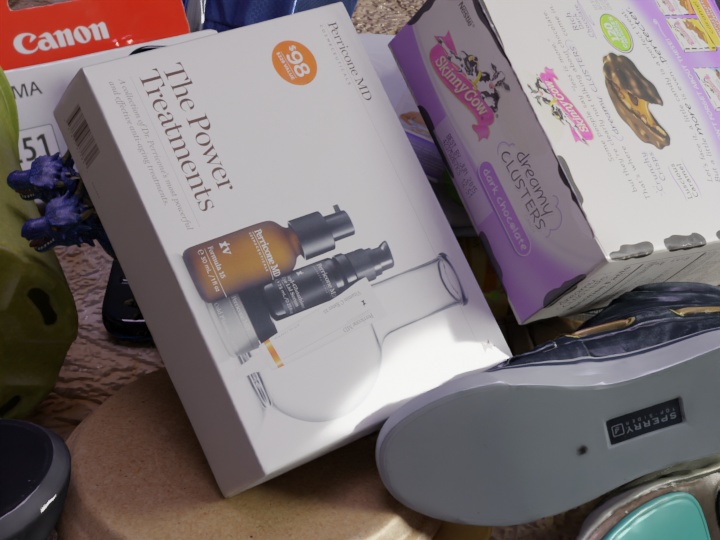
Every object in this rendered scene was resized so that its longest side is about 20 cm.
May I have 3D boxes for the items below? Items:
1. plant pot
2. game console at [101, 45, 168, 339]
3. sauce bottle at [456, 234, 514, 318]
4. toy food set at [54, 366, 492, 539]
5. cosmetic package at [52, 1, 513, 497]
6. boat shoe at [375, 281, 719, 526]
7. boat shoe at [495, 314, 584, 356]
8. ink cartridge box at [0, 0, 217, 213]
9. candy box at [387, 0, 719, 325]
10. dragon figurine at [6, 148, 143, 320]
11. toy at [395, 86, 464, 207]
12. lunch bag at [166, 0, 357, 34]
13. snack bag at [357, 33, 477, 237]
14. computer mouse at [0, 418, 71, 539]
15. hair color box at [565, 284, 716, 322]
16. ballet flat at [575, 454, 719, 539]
[{"bbox_3d":[-0.243,-0.009,0.787,0.199,0.202,0.184,-17,47,-28],"label":"plant pot"},{"bbox_3d":[-0.053,-0.049,0.908,0.198,0.119,0.171,0,30,-2],"label":"game console"},{"bbox_3d":[0.000,0.000,0.834,0.198,0.067,0.066,5,30,-5],"label":"sauce bottle"},{"bbox_3d":[-0.051,0.102,0.721,0.199,0.049,0.198,-17,35,-27],"label":"toy food set"},{"bbox_3d":[-0.035,-0.016,0.706,0.150,0.052,0.201,-21,81,-35],"label":"cosmetic package"},{"bbox_3d":[0.101,0.060,0.699,0.198,0.071,0.091,-12,18,-4],"label":"boat shoe"},{"bbox_3d":[0.124,0.061,0.786,0.198,0.065,0.073,-9,66,8],"label":"boat shoe"},{"bbox_3d":[-0.190,-0.136,1.009,0.199,0.175,0.043,-16,-3,-28],"label":"ink cartridge box"},{"bbox_3d":[0.135,-0.072,0.782,0.199,0.071,0.169,-8,67,-40],"label":"candy box"},{"bbox_3d":[-0.076,-0.022,0.754,0.198,0.100,0.059,-2,64,-5],"label":"dragon figurine"},{"bbox_3d":[0.087,-0.105,0.859,0.114,0.047,0.201,22,39,2],"label":"toy"},{"bbox_3d":[-0.080,-0.222,1.134,0.131,0.202,0.136,14,-5,17],"label":"lunch bag"},{"bbox_3d":[0.083,-0.090,0.895,0.187,0.022,0.201,-3,43,-26],"label":"snack bag"},{"bbox_3d":[-0.221,0.124,0.676,0.198,0.053,0.139,-14,34,1],"label":"computer mouse"},{"bbox_3d":[0.157,-0.011,0.909,0.099,0.061,0.201,4,31,4],"label":"hair color box"},{"bbox_3d":[0.151,0.120,0.704,0.199,0.068,0.063,-21,10,-34],"label":"ballet flat"}]
